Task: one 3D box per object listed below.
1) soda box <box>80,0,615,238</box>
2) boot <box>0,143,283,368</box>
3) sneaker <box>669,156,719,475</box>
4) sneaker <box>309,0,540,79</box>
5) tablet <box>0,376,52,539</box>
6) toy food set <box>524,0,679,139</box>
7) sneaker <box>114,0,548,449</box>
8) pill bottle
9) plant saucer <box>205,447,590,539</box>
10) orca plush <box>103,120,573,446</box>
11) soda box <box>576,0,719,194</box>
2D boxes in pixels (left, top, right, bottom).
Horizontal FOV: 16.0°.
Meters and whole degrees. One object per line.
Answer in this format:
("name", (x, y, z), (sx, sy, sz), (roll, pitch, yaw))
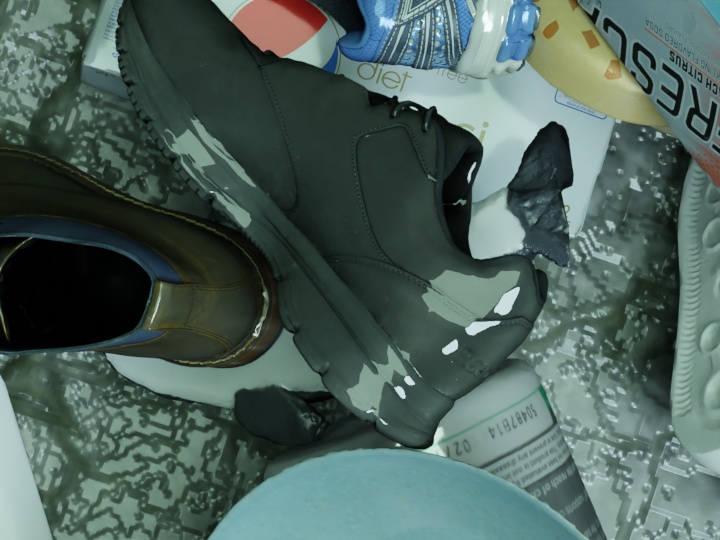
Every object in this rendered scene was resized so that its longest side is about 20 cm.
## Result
("soda box", (-0.005, -0.072, 0.988), (0.200, 0.068, 0.064), (20, 86, -6))
("boot", (-0.133, -0.009, 0.928), (0.200, 0.097, 0.075), (10, 91, 17))
("sneaker", (0.202, 0.014, 1.021), (0.146, 0.081, 0.200), (27, 63, -30))
("sneaker", (-0.013, -0.149, 0.943), (0.085, 0.077, 0.200), (-11, 49, -31))
("tablet", (-0.173, 0.149, 0.986), (0.130, 0.014, 0.200), (-17, 91, -8))
("toy food set", (0.150, -0.126, 0.983), (0.200, 0.049, 0.198), (8, 55, -3))
("sneaker", (-0.009, -0.036, 0.892), (0.091, 0.076, 0.200), (-40, 73, 9))
("pill bottle", (0.051, 0.144, 0.965), (0.113, 0.113, 0.200), (-24, 92, -8))
("plant saucer", (0.029, 0.153, 0.891), (0.201, 0.039, 0.201), (8, 108, 27))
("orca plush", (0.000, 0.000, 0.969), (0.200, 0.071, 0.105), (-33, 76, 24))
("soda box", (0.129, -0.094, 0.890), (0.068, 0.064, 0.200), (-21, 61, -22))
